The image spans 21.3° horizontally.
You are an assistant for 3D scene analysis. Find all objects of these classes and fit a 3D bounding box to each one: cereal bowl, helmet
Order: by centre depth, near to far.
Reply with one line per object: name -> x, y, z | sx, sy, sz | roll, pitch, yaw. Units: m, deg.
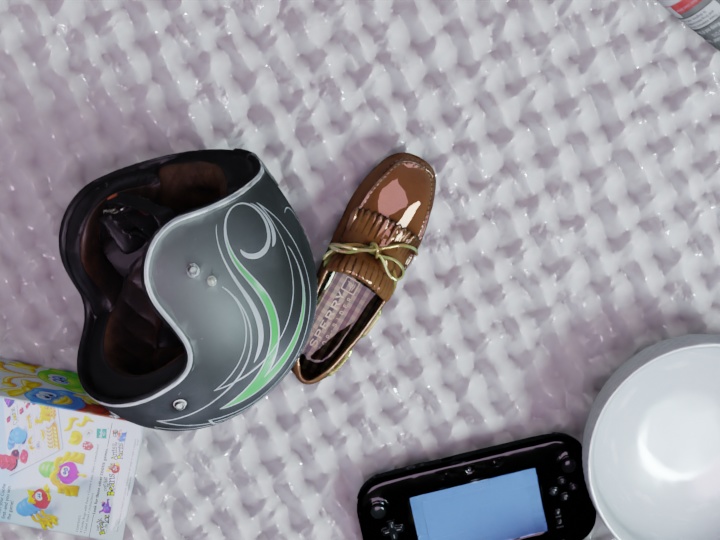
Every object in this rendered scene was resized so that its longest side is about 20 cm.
helmet -> -0.129, 0.022, 1.472 | 0.198, 0.200, 0.192 | -12, 113, -2
cereal bowl -> 0.277, 0.144, 1.590 | 0.198, 0.083, 0.202 | -1, 103, -4

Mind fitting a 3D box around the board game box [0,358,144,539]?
board game box -> -0.277, 0.135, 1.530 | 0.198, 0.103, 0.106 | 12, 102, -8

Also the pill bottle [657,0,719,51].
pill bottle -> 0.336, -0.200, 1.497 | 0.199, 0.114, 0.114 | 36, 98, -12

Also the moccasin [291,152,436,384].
moccasin -> -0.001, -0.001, 1.534 | 0.073, 0.078, 0.202 | 33, 98, -12

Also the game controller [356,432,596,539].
game controller -> 0.098, 0.201, 1.610 | 0.198, 0.042, 0.105 | -13, 104, -1
